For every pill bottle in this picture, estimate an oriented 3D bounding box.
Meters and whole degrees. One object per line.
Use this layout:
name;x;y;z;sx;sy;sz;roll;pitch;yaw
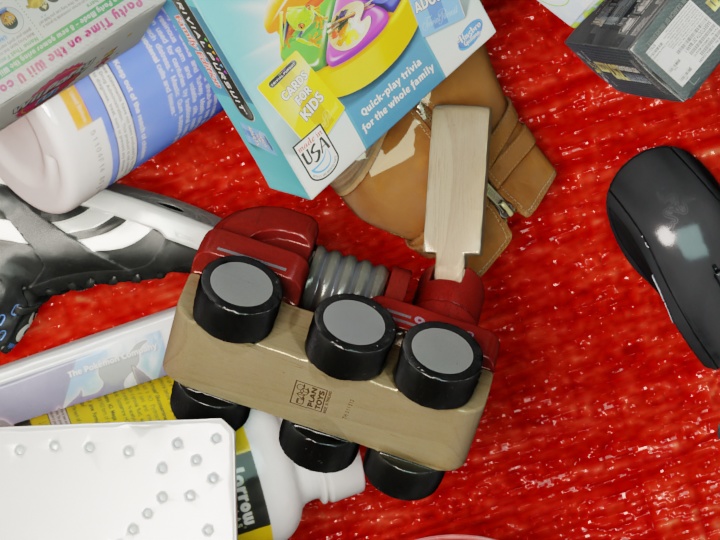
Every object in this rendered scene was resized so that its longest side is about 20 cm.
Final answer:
pill bottle;-0.103;0.116;1.631;0.199;0.112;0.113;-18;99;-8
pill bottle;-0.121;-0.127;1.604;0.200;0.112;0.113;-35;101;-27

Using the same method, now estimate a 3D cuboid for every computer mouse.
computer mouse;0.246;0.002;1.730;0.140;0.046;0.201;-29;100;-4

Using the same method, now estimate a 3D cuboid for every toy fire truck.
toy fire truck;0.000;0.000;1.595;0.175;0.201;0.129;18;130;2

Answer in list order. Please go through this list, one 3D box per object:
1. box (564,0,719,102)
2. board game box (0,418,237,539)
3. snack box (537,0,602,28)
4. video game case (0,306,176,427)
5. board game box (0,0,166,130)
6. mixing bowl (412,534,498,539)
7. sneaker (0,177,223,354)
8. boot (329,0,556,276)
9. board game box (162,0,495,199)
box;0.213;-0.190;1.647;0.051;0.158;0.200;40;88;-12
board game box;-0.161;0.185;1.541;0.198;0.026;0.202;-3;83;8
snack box;0.074;-0.250;1.630;0.199;0.143;0.053;36;134;-11
video game case;-0.162;0.135;1.691;0.199;0.023;0.184;-19;99;-7
board game box;-0.220;-0.173;1.482;0.147;0.064;0.200;-35;86;-30
mixing bowl;0.042;0.245;1.693;0.198;0.108;0.202;-1;97;-10
sneaker;-0.166;0.002;1.656;0.199;0.073;0.113;17;97;-2
boot;0.065;-0.106;1.678;0.155;0.077;0.201;39;79;-18
board game box;-0.031;-0.164;1.544;0.151;0.047;0.201;-43;121;-20
